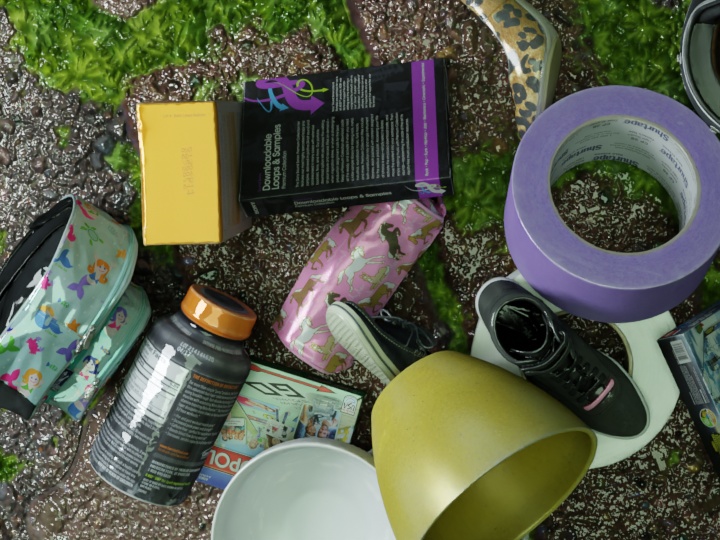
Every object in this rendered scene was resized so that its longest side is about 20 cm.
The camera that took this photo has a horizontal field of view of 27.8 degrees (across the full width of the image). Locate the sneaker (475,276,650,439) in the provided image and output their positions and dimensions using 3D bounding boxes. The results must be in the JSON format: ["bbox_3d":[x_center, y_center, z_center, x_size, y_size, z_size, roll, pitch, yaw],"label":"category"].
[{"bbox_3d":[0.181,0.088,1.303,0.200,0.099,0.071,43,98,0],"label":"sneaker"}]

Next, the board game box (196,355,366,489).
[{"bbox_3d":[-0.107,0.157,1.453,0.199,0.029,0.135,16,97,5],"label":"board game box"}]

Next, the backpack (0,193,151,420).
[{"bbox_3d":[-0.286,0.033,1.390,0.150,0.178,0.201,27,95,-19],"label":"backpack"}]

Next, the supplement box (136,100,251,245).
[{"bbox_3d":[-0.151,-0.093,1.343,0.073,0.200,0.127,-2,95,4],"label":"supplement box"}]

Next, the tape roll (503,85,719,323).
[{"bbox_3d":[0.232,-0.060,1.314,0.199,0.085,0.201,0,68,0],"label":"tape roll"}]

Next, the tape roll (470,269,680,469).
[{"bbox_3d":[0.204,0.085,1.385,0.201,0.071,0.204,1,97,7],"label":"tape roll"}]

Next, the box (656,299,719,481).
[{"bbox_3d":[0.368,0.124,1.345,0.137,0.040,0.201,-26,93,-33],"label":"box"}]

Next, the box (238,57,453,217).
[{"bbox_3d":[-0.014,-0.126,1.368,0.199,0.036,0.144,-5,57,7],"label":"box"}]

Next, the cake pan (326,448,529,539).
[{"bbox_3d":[0.067,0.257,1.438,0.199,0.037,0.202,1,96,7],"label":"cake pan"}]

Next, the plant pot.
[{"bbox_3d":[0.090,0.156,1.296,0.200,0.200,0.142,-43,60,10],"label":"plant pot"}]

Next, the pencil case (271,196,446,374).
[{"bbox_3d":[0.000,0.000,1.395,0.083,0.086,0.200,40,101,34],"label":"pencil case"}]

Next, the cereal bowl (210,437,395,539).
[{"bbox_3d":[-0.039,0.254,1.391,0.199,0.083,0.201,1,96,10],"label":"cereal bowl"}]

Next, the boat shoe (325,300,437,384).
[{"bbox_3d":[0.033,0.072,1.364,0.075,0.200,0.062,32,83,43],"label":"boat shoe"}]

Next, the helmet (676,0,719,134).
[{"bbox_3d":[0.375,-0.206,1.270,0.199,0.191,0.201,9,58,-15],"label":"helmet"}]

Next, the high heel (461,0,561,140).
[{"bbox_3d":[0.116,-0.221,1.370,0.142,0.071,0.201,5,98,16],"label":"high heel"}]

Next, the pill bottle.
[{"bbox_3d":[-0.172,0.115,1.389,0.106,0.106,0.201,28,99,3],"label":"pill bottle"}]
